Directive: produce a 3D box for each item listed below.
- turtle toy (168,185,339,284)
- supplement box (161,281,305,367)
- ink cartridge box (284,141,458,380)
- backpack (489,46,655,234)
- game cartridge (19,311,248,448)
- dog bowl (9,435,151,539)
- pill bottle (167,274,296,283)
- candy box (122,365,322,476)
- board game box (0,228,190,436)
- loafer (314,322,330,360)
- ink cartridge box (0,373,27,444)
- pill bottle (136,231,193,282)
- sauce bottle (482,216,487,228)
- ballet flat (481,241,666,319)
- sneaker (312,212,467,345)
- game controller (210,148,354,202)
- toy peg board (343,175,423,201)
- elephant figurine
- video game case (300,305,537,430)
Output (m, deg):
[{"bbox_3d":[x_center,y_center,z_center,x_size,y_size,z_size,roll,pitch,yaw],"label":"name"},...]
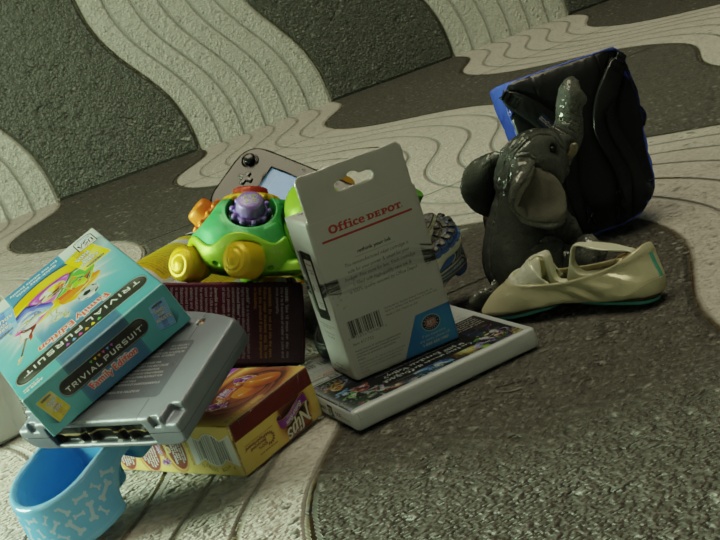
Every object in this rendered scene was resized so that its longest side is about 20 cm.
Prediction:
[{"bbox_3d":[-0.095,-0.038,1.270,0.200,0.101,0.146,-5,-6,36],"label":"turtle toy"},{"bbox_3d":[-0.165,0.058,1.269,0.199,0.086,0.110,0,-5,-16],"label":"supplement box"},{"bbox_3d":[0.005,-0.012,1.173,0.116,0.201,0.068,-21,15,-18],"label":"ink cartridge box"},{"bbox_3d":[0.258,-0.145,1.461,0.162,0.201,0.168,-19,5,2],"label":"backpack"},{"bbox_3d":[-0.193,0.093,1.065,0.200,0.041,0.134,-7,42,37],"label":"game cartridge"},{"bbox_3d":[-0.230,0.157,1.090,0.111,0.050,0.200,0,44,44],"label":"dog bowl"},{"bbox_3d":[-0.170,0.049,1.417,0.112,0.112,0.200,-6,18,39],"label":"pill bottle"},{"bbox_3d":[-0.150,0.141,1.173,0.200,0.057,0.117,-7,19,40],"label":"candy box"},{"bbox_3d":[-0.257,0.047,1.110,0.151,0.047,0.200,-41,31,-13],"label":"board game box"},{"bbox_3d":[0.000,0.000,1.267,0.068,0.070,0.201,3,54,37],"label":"loafer"},{"bbox_3d":[-0.445,0.125,1.430,0.125,0.129,0.200,-28,17,-34],"label":"ink cartridge box"},{"bbox_3d":[-0.252,0.033,1.574,0.111,0.112,0.200,-7,17,35],"label":"pill bottle"},{"bbox_3d":[0.186,-0.071,1.537,0.066,0.066,0.200,-14,16,13],"label":"sauce bottle"},{"bbox_3d":[0.206,0.006,1.230,0.200,0.070,0.069,-9,17,33],"label":"ballet flat"},{"bbox_3d":[0.040,0.033,1.330,0.200,0.085,0.077,-40,43,-4],"label":"sneaker"},{"bbox_3d":[-0.068,-0.068,1.375,0.200,0.042,0.104,23,56,20],"label":"game controller"},{"bbox_3d":[-0.023,-0.064,1.483,0.199,0.098,0.200,26,23,5],"label":"toy peg board"},{"bbox_3d":[0.178,-0.084,1.321,0.141,0.201,0.155,-9,17,27],"label":"elephant figurine"},{"bbox_3d":[0.043,0.089,1.203,0.200,0.023,0.182,-23,15,-21],"label":"video game case"}]
